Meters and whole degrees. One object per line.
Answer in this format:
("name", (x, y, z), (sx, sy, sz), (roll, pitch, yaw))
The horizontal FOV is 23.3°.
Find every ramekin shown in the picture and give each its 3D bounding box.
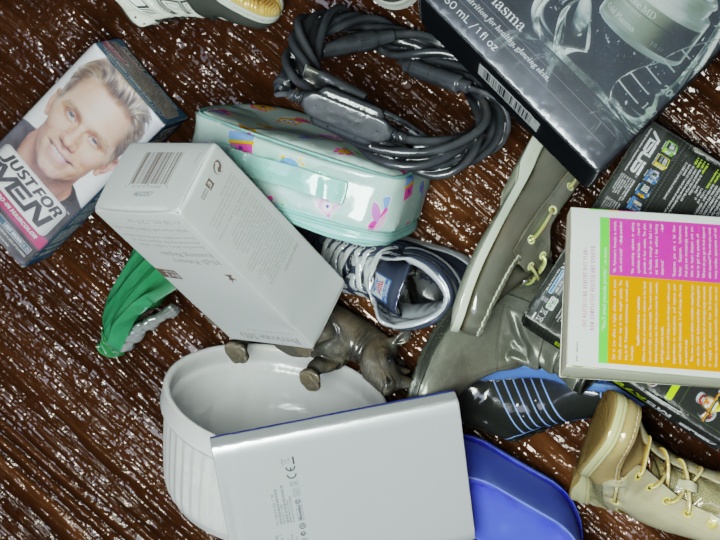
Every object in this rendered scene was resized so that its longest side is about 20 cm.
("ramekin", (-0.080, 0.154, 1.513), (0.199, 0.200, 0.106), (16, 114, 12))

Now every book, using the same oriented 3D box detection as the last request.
("book", (0.260, 0.022, 1.368), (0.198, 0.048, 0.135), (5, 75, 0))

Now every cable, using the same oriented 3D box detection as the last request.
("cable", (0.030, -0.149, 1.442), (0.199, 0.164, 0.051), (20, 128, -2))

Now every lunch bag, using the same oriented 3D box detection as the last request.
("lunch bag", (-0.048, -0.082, 1.470), (0.199, 0.160, 0.078), (17, 105, 12))

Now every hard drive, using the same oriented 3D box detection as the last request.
("hard drive", (-0.013, 0.176, 1.408), (0.199, 0.025, 0.133), (-10, 114, -5))

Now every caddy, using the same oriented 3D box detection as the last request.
("caddy", (0.102, 0.230, 1.516), (0.199, 0.105, 0.142), (31, 106, -11))

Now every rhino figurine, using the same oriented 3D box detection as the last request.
("rhino figurine", (-0.031, 0.061, 1.530), (0.199, 0.087, 0.060), (20, 125, 17))

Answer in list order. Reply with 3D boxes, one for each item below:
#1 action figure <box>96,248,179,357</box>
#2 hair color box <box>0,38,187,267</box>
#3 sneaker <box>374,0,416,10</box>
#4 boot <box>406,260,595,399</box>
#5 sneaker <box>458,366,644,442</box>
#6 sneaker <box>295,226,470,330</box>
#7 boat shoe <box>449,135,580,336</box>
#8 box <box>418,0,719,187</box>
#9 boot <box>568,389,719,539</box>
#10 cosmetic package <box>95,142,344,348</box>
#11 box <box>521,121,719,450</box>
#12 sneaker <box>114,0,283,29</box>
("action figure", (-0.190, 0.012, 1.573), (0.054, 0.119, 0.200), (16, 132, -27))
("hair color box", (-0.263, -0.106, 1.582), (0.200, 0.061, 0.100), (-43, 88, 19))
("sneaker", (0.058, -0.302, 1.433), (0.074, 0.087, 0.200), (35, 108, 7))
("boot", (0.132, 0.068, 1.442), (0.130, 0.068, 0.200), (27, 63, 18))
("sneaker", (0.154, 0.108, 1.505), (0.199, 0.070, 0.078), (6, 117, 15))
("sneaker", (0.000, 0.000, 1.500), (0.199, 0.108, 0.071), (12, 104, 14))
("boat shoe", (0.132, -0.027, 1.432), (0.060, 0.072, 0.202), (27, 64, 0))
("box", (0.181, -0.207, 1.372), (0.200, 0.124, 0.197), (45, 89, 4))
("boot", (0.255, 0.170, 1.427), (0.155, 0.200, 0.073), (21, 68, 10))
("cosmetic package", (-0.111, -0.019, 1.409), (0.101, 0.074, 0.200), (4, 148, 40))
("box", (0.262, 0.010, 1.416), (0.193, 0.048, 0.201), (32, 80, 5))
("sneaker", (-0.160, -0.247, 1.527), (0.199, 0.076, 0.088), (26, 123, 12))
